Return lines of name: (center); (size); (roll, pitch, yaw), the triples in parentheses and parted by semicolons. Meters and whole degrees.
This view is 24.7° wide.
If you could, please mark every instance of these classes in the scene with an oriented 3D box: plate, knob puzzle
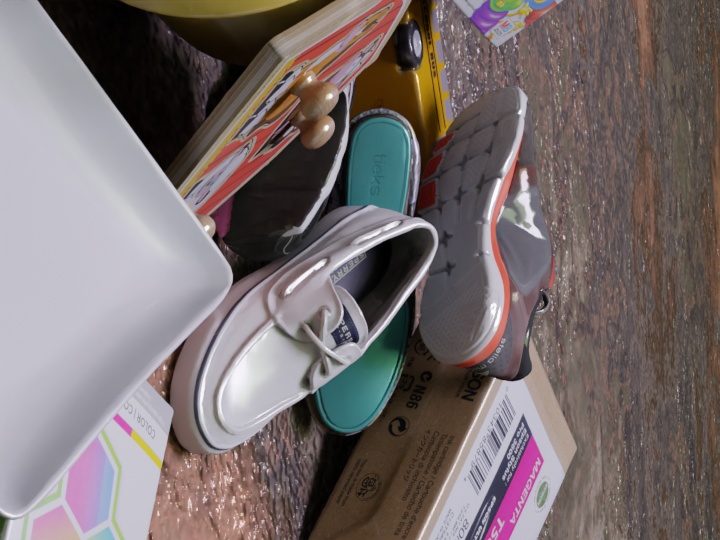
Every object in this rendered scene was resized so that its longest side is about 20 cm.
plate: (-0.150, -0.028, 0.618); (0.201, 0.032, 0.200); (53, 30, -10)
knob puzzle: (-0.032, -0.074, 0.808); (0.030, 0.220, 0.220); (45, 26, 2)

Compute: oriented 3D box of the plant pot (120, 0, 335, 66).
plant pot: (-0.059, -0.193, 0.770); (0.189, 0.198, 0.203); (72, 21, -71)

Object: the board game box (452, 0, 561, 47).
board game box: (0.067, -0.265, 1.065); (0.105, 0.103, 0.201); (35, 25, -55)

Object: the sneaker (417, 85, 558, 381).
sneaker: (0.086, -0.019, 1.041); (0.082, 0.077, 0.202); (32, 57, -37)

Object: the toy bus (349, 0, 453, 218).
toy bus: (0.021, -0.115, 1.103); (0.078, 0.064, 0.202); (-44, 127, -64)

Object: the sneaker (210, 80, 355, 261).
sneaker: (-0.032, -0.091, 0.955); (0.087, 0.079, 0.202); (69, 32, -61)

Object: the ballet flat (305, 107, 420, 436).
ballet flat: (0.000, 0.000, 1.025); (0.072, 0.071, 0.203); (-5, 103, -68)

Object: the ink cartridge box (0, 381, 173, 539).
ink cartridge box: (-0.140, 0.123, 0.666); (0.104, 0.059, 0.202); (57, 36, -52)

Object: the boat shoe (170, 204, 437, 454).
boat shoe: (-0.027, 0.026, 0.904); (0.200, 0.065, 0.074); (-51, 127, -36)

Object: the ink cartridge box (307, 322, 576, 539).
ink cartridge box: (0.059, 0.148, 1.078); (0.201, 0.074, 0.165); (-62, 145, -26)
